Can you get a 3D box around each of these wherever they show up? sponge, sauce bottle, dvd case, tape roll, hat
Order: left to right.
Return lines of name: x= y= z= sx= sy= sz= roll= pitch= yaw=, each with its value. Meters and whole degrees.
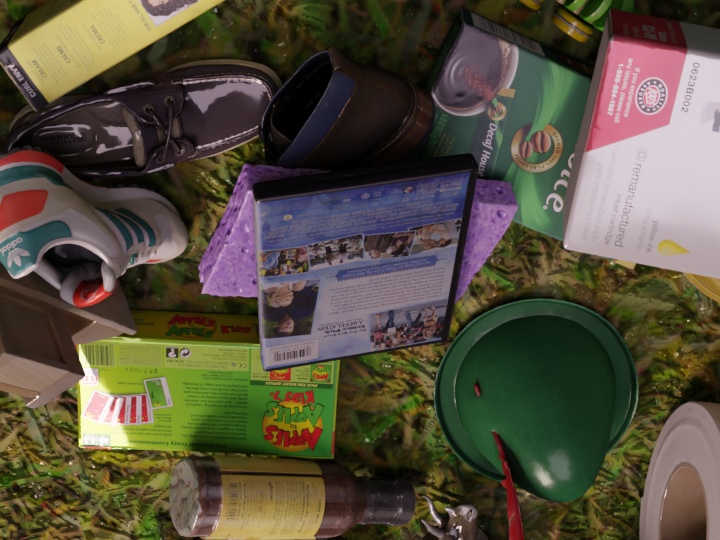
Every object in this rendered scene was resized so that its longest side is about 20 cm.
sauce bottle: x=-0.049 y=0.181 z=0.956 sx=0.199 sy=0.065 sz=0.065 roll=9 pitch=117 yaw=-29
sponge: x=-0.002 y=-0.022 z=0.837 sx=0.199 sy=0.030 sz=0.112 roll=2 pitch=142 yaw=-23
dvd case: x=0.000 y=0.000 z=0.826 sx=0.142 sy=0.018 sz=0.200 roll=-9 pitch=144 yaw=-10
hat: x=0.147 y=0.147 z=0.909 sx=0.165 sy=0.176 sz=0.200 roll=-17 pitch=115 yaw=7
tape roll: x=0.278 y=0.203 z=0.929 sx=0.071 sy=0.203 sz=0.203 roll=6 pitch=116 yaw=-5

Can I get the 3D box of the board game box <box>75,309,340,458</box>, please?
board game box: x=-0.117 y=0.088 z=0.946 sx=0.199 sy=0.048 sz=0.102 roll=3 pitch=116 yaw=-3

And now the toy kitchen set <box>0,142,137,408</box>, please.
toy kitchen set: x=-0.286 y=0.033 z=0.861 sx=0.180 sy=0.200 sz=0.163 roll=-33 pitch=154 yaw=14

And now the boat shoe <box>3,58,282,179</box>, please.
boat shoe: x=-0.151 y=-0.098 z=0.845 sx=0.199 sy=0.065 sz=0.072 roll=-8 pitch=114 yaw=2

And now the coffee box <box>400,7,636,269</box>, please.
coffee box: x=0.135 y=-0.091 z=0.868 sx=0.199 sy=0.044 sz=0.123 roll=22 pitch=113 yaw=-12

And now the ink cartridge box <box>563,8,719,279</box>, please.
ink cartridge box: x=0.242 y=-0.073 z=0.780 sx=0.199 sy=0.083 sz=0.146 roll=11 pitch=113 yaw=5

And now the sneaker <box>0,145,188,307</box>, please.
sneaker: x=-0.181 y=-0.013 z=0.822 sx=0.070 sy=0.094 sz=0.200 roll=-28 pitch=158 yaw=18

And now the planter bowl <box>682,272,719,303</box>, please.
planter bowl: x=0.328 y=-0.038 z=0.878 sx=0.200 sy=0.084 sz=0.201 roll=-1 pitch=115 yaw=-2

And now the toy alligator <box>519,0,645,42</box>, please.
toy alligator: x=0.120 y=-0.207 z=0.806 sx=0.200 sy=0.054 sz=0.059 roll=31 pitch=111 yaw=-15

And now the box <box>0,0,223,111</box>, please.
box: x=-0.141 y=-0.183 z=0.802 sx=0.200 sy=0.075 sz=0.050 roll=-29 pitch=115 yaw=10

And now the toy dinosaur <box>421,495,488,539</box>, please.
toy dinosaur: x=0.091 y=0.285 z=1.021 sx=0.102 sy=0.077 sz=0.201 roll=4 pitch=95 yaw=-3

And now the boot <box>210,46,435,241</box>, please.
boot: x=-0.053 y=-0.077 z=0.831 sx=0.200 sy=0.075 sz=0.097 roll=-39 pitch=143 yaw=20

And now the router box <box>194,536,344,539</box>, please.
router box: x=-0.065 y=0.294 z=1.044 sx=0.200 sy=0.052 sz=0.157 roll=40 pitch=108 yaw=-18
